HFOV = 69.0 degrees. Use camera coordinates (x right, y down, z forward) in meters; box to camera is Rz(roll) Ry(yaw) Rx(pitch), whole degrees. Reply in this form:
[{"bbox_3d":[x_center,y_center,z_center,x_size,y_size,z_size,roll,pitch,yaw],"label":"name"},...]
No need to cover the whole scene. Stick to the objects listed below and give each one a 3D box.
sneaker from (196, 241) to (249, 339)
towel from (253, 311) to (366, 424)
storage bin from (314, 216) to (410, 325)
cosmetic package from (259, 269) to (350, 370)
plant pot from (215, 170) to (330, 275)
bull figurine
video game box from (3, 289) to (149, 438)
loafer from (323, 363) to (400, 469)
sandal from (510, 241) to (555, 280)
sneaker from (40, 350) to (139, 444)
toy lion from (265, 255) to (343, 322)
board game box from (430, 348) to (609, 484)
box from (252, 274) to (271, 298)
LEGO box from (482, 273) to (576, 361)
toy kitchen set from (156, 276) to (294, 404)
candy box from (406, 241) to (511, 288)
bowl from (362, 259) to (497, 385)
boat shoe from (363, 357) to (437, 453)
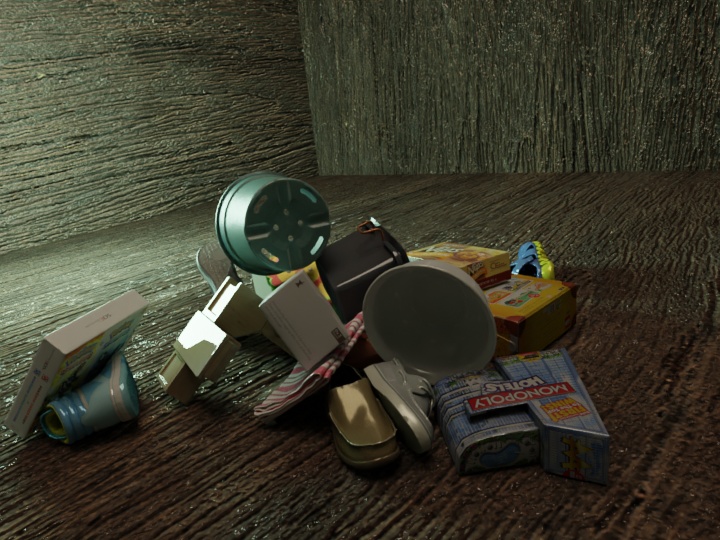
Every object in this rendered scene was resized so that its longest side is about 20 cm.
[{"bbox_3d":[-0.272,0.049,1.055,0.075,0.148,0.203,-16,45,-19],"label":"sneaker"},{"bbox_3d":[-0.065,0.135,0.782,0.146,0.030,0.200,-38,5,29],"label":"towel"},{"bbox_3d":[0.000,0.000,0.931,0.132,0.148,0.200,-23,30,-10],"label":"storage bin"},{"bbox_3d":[-0.084,0.065,0.779,0.081,0.114,0.200,-37,3,-4],"label":"cosmetic package"},{"bbox_3d":[-0.150,-0.082,0.935,0.196,0.205,0.196,-13,9,-19],"label":"plant pot"},{"bbox_3d":[0.057,0.116,0.882,0.195,0.067,0.121,-8,14,-9],"label":"bull figurine"},{"bbox_3d":[-0.441,0.140,0.831,0.046,0.184,0.200,34,22,1],"label":"video game box"},{"bbox_3d":[-0.010,0.183,0.681,0.075,0.069,0.199,-15,17,-19],"label":"loafer"},{"bbox_3d":[0.365,-0.011,1.150,0.085,0.081,0.200,-7,15,10],"label":"sandal"},{"bbox_3d":[-0.415,0.192,0.804,0.128,0.081,0.199,-22,12,-21],"label":"sneaker"},{"bbox_3d":[-0.097,0.022,1.063,0.195,0.069,0.195,0,50,1],"label":"toy lion"},{"bbox_3d":[0.199,0.176,0.635,0.195,0.063,0.200,-8,16,-3],"label":"board game box"},{"bbox_3d":[-0.160,0.035,1.201,0.094,0.080,0.198,-19,21,-34],"label":"box"},{"bbox_3d":[0.258,0.076,0.902,0.198,0.079,0.147,-21,21,-39],"label":"LEGO box"},{"bbox_3d":[-0.189,0.151,0.852,0.202,0.180,0.162,-55,30,-12],"label":"toy kitchen set"},{"bbox_3d":[0.177,-0.009,1.002,0.113,0.057,0.199,-15,14,-24],"label":"candy box"},{"bbox_3d":[0.108,0.062,0.776,0.197,0.205,0.091,1,27,25],"label":"bowl"},{"bbox_3d":[0.061,0.164,0.695,0.070,0.071,0.201,-26,17,-9],"label":"boat shoe"}]
